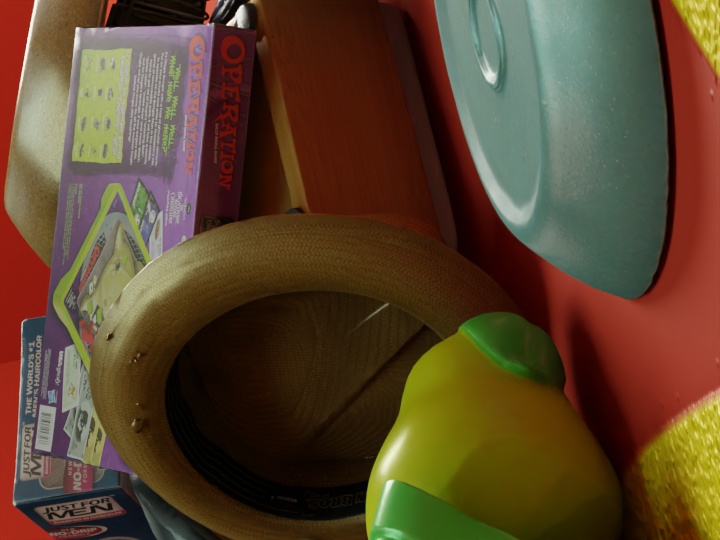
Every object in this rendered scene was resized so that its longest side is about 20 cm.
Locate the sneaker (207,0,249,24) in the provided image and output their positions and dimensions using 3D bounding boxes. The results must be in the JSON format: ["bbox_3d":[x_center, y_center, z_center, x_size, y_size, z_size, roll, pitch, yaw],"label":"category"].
[{"bbox_3d":[-0.057,-0.116,1.522,0.200,0.075,0.079,107,161,-60],"label":"sneaker"}]

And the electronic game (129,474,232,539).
[{"bbox_3d":[-0.019,0.137,1.314,0.042,0.199,0.200,-61,18,8],"label":"electronic game"}]

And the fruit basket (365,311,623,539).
[{"bbox_3d":[0.057,0.124,1.025,0.216,0.155,0.216,-60,-8,-15],"label":"fruit basket"}]

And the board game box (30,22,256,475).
[{"bbox_3d":[-0.099,-0.010,1.260,0.120,0.032,0.202,6,90,57],"label":"board game box"}]

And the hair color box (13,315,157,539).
[{"bbox_3d":[-0.107,0.105,1.423,0.200,0.060,0.101,52,-147,-58],"label":"hair color box"}]

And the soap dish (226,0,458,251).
[{"bbox_3d":[-0.048,-0.027,1.286,0.200,0.081,0.158,-41,53,44],"label":"soap dish"}]

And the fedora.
[{"bbox_3d":[-0.013,0.034,1.166,0.082,0.199,0.201,-76,-13,-48],"label":"fedora"}]

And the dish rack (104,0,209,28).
[{"bbox_3d":[-0.084,-0.182,1.398,0.154,0.054,0.201,-93,21,-64],"label":"dish rack"}]

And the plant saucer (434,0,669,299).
[{"bbox_3d":[0.058,-0.085,0.959,0.200,0.036,0.201,169,90,-81],"label":"plant saucer"}]

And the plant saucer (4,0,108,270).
[{"bbox_3d":[-0.152,-0.099,1.414,0.200,0.035,0.202,-170,90,-84],"label":"plant saucer"}]
